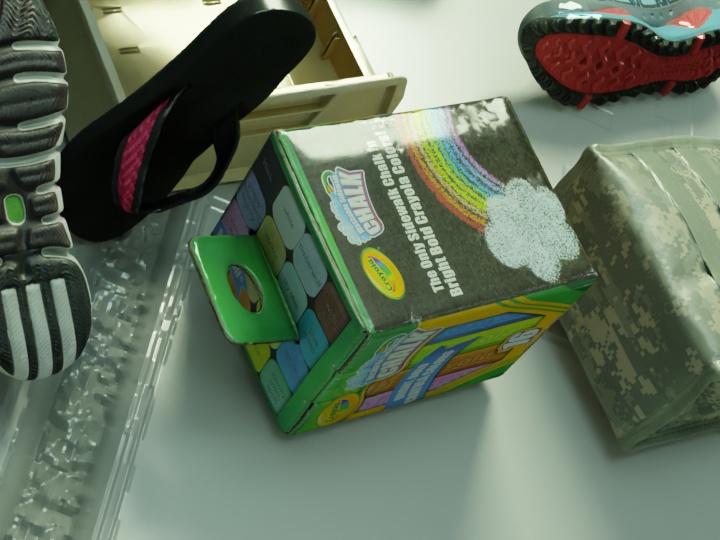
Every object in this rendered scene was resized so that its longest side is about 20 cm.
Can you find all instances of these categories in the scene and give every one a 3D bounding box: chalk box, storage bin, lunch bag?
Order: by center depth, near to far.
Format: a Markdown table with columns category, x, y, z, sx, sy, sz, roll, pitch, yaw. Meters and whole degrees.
| category | x | y | z | sx | sy | sz | roll | pitch | yaw |
| --- | --- | --- | --- | --- | --- | --- | --- | --- | --- |
| chalk box | 0.000 | 0.000 | 0.884 | 0.198 | 0.124 | 0.126 | -12 | 66 | -31 |
| storage bin | -0.096 | -0.159 | 0.967 | 0.197 | 0.094 | 0.201 | -11 | 65 | -32 |
| lunch bag | 0.223 | 0.007 | 1.008 | 0.198 | 0.118 | 0.165 | -7 | 62 | -37 |

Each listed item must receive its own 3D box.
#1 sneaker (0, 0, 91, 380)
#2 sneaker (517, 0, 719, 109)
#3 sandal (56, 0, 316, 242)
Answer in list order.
| category | x | y | z | sx | sy | sz | roll | pitch | yaw |
| --- | --- | --- | --- | --- | --- | --- | --- | --- | --- |
| sneaker | -0.194 | -0.045 | 0.820 | 0.075 | 0.115 | 0.202 | -6 | 90 | -29 |
| sneaker | 0.175 | -0.171 | 1.136 | 0.199 | 0.080 | 0.096 | -4 | 52 | -38 |
| sandal | -0.094 | -0.066 | 0.838 | 0.075 | 0.200 | 0.045 | 5 | 56 | -45 |
